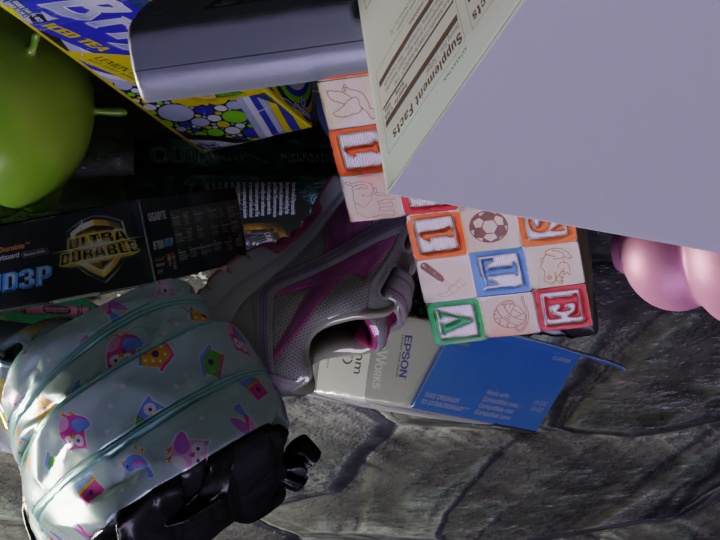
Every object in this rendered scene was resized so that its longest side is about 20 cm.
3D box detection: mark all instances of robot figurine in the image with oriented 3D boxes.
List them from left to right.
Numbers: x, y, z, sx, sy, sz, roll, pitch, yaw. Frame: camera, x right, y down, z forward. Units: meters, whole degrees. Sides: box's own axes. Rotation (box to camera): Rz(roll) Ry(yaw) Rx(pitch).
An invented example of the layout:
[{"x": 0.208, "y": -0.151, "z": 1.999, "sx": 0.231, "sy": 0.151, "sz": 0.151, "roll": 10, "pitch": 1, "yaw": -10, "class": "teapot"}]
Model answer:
[{"x": -0.223, "y": -0.077, "z": 1.055, "sx": 0.200, "sy": 0.116, "sz": 0.175, "roll": -12, "pitch": 151, "yaw": 25, "class": "robot figurine"}]

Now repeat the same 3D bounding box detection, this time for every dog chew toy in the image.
[{"x": 0.246, "y": -0.017, "z": 1.223, "sx": 0.200, "sy": 0.125, "sz": 0.125, "roll": -4, "pitch": 158, "yaw": 27, "class": "dog chew toy"}]

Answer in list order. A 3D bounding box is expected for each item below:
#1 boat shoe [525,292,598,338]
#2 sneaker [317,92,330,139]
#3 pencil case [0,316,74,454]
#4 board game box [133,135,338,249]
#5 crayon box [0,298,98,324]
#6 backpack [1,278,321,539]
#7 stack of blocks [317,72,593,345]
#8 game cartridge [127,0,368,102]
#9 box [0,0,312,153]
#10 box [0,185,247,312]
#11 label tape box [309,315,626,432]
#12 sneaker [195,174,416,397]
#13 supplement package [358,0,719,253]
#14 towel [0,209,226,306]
[{"x": 0.101, "y": 0.001, "z": 1.324, "sx": 0.066, "sy": 0.072, "sz": 0.200, "roll": -13, "pitch": 163, "yaw": 15, "class": "boat shoe"}, {"x": 0.072, "y": -0.071, "z": 1.147, "sx": 0.200, "sy": 0.070, "sz": 0.078, "roll": 17, "pitch": -170, "yaw": -3, "class": "sneaker"}, {"x": -0.252, "y": 0.062, "z": 1.191, "sx": 0.200, "sy": 0.083, "sz": 0.091, "roll": 2, "pitch": 168, "yaw": 23, "class": "pencil case"}, {"x": -0.070, "y": -0.028, "z": 1.293, "sx": 0.135, "sy": 0.028, "sz": 0.200, "roll": 0, "pitch": 157, "yaw": -3, "class": "board game box"}, {"x": -0.275, "y": 0.014, "z": 1.270, "sx": 0.200, "sy": 0.058, "sz": 0.119, "roll": 32, "pitch": 149, "yaw": -28, "class": "crayon box"}, {"x": -0.111, "y": 0.090, "z": 1.062, "sx": 0.167, "sy": 0.127, "sz": 0.200, "roll": -37, "pitch": 171, "yaw": -15, "class": "backpack"}, {"x": 0.050, "y": -0.059, "z": 1.062, "sx": 0.115, "sy": 0.059, "sz": 0.200, "roll": -7, "pitch": 125, "yaw": 11, "class": "stack of blocks"}, {"x": -0.023, "y": -0.117, "z": 0.916, "sx": 0.133, "sy": 0.042, "sz": 0.200, "roll": -10, "pitch": -164, "yaw": 18, "class": "game cartridge"}, {"x": -0.099, "y": -0.128, "z": 1.005, "sx": 0.070, "sy": 0.064, "sz": 0.200, "roll": -12, "pitch": 156, "yaw": 25, "class": "box"}, {"x": -0.162, "y": -0.008, "z": 1.126, "sx": 0.159, "sy": 0.046, "sz": 0.200, "roll": -10, "pitch": -177, "yaw": 12, "class": "box"}, {"x": 0.055, "y": 0.069, "z": 1.390, "sx": 0.200, "sy": 0.066, "sz": 0.143, "roll": 8, "pitch": 175, "yaw": 41, "class": "label tape box"}, {"x": 0.000, "y": 0.000, "z": 1.176, "sx": 0.200, "sy": 0.088, "sz": 0.081, "roll": -42, "pitch": 163, "yaw": -12, "class": "sneaker"}, {"x": 0.093, "y": -0.138, "z": 0.777, "sx": 0.152, "sy": 0.200, "sz": 0.151, "roll": 9, "pitch": 142, "yaw": -23, "class": "supplement package"}, {"x": -0.173, "y": 0.007, "z": 1.310, "sx": 0.200, "sy": 0.037, "sz": 0.148, "roll": 10, "pitch": 156, "yaw": 10, "class": "towel"}]
